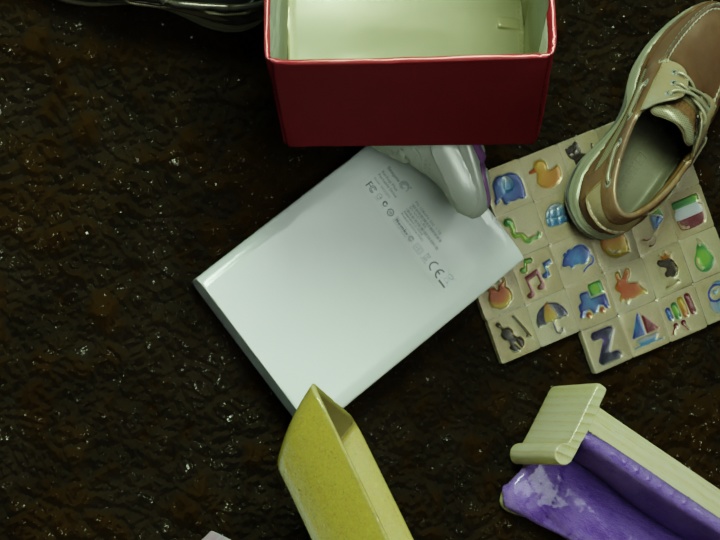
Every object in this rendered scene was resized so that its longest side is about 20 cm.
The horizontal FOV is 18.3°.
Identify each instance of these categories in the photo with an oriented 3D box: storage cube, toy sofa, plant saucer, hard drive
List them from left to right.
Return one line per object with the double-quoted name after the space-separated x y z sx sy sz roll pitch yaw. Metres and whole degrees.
0.000 0.000 1.558 0.200 0.025 0.132 -38 94 -18 "hard drive"
0.006 0.183 1.453 0.048 0.200 0.201 -27 78 1 "plant saucer"
0.029 -0.185 1.426 0.199 0.180 0.172 -1 76 2 "storage cube"
0.205 0.171 1.596 0.200 0.083 0.098 34 75 -15 "toy sofa"

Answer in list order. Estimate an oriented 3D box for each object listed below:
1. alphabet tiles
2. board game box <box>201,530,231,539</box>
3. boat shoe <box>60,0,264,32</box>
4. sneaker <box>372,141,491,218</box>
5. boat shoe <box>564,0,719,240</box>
0.170 -0.014 1.635 0.199 0.008 0.168 -22 94 -19 "alphabet tiles"
-0.024 0.262 1.446 0.043 0.200 0.199 -42 100 -12 "board game box"
-0.144 -0.212 1.498 0.199 0.073 0.075 8 84 -19 "boat shoe"
0.014 -0.109 1.543 0.099 0.075 0.200 -36 78 1 "sneaker"
0.224 -0.108 1.617 0.076 0.072 0.201 33 77 -15 "boat shoe"
